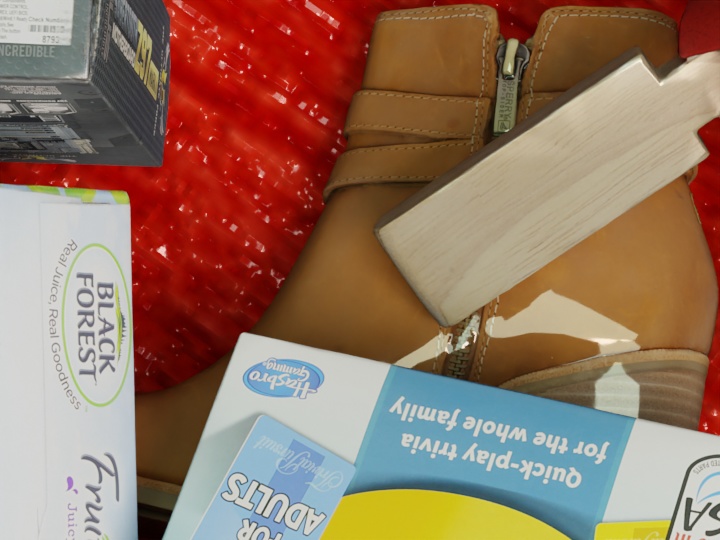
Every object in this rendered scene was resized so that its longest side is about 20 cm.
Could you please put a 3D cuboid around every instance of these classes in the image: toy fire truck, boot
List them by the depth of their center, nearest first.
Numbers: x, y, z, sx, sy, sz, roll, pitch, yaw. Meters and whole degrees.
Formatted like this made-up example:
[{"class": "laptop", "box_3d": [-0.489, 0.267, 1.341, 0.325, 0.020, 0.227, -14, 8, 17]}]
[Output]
[{"class": "toy fire truck", "box_3d": [0.120, -0.005, 0.713, 0.128, 0.199, 0.177, -25, 98, -36]}, {"class": "boot", "box_3d": [0.000, 0.000, 0.800, 0.198, 0.077, 0.157, -1, 77, 13]}]

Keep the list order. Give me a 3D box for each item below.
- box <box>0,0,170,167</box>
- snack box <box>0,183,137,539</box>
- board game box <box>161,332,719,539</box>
[{"class": "box", "box_3d": [-0.157, -0.064, 0.767, 0.198, 0.158, 0.051, 3, 84, 3]}, {"class": "snack box", "box_3d": [-0.118, 0.085, 0.763, 0.053, 0.142, 0.202, 3, 82, -42]}, {"class": "board game box", "box_3d": [0.011, 0.125, 0.677, 0.150, 0.047, 0.201, 11, 65, 20]}]
